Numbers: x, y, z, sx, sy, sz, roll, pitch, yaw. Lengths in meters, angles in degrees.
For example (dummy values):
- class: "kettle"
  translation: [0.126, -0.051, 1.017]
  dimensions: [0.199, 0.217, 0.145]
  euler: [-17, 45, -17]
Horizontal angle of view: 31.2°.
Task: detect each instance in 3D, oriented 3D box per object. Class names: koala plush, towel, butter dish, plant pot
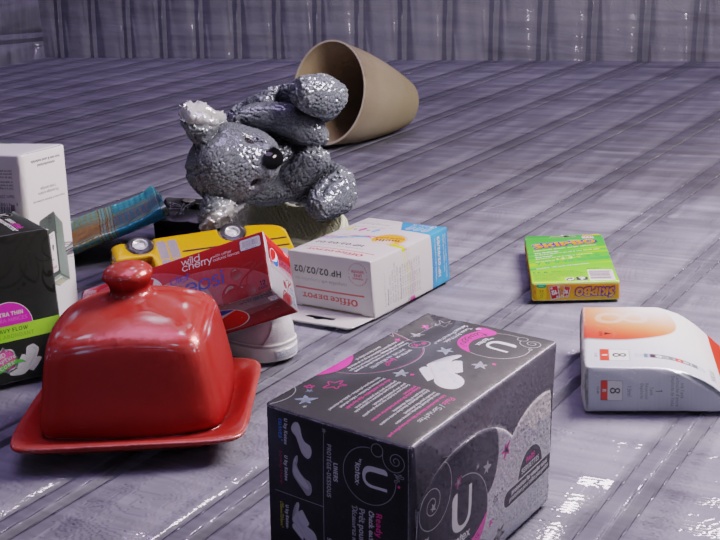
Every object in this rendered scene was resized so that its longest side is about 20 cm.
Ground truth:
- class: "koala plush"
  translation: [-0.132, -0.131, 1.524]
  dimensions: [0.183, 0.178, 0.200]
  euler: [3, 18, 36]
- class: "towel"
  translation: [-0.352, -0.057, 1.702]
  dimensions: [0.199, 0.022, 0.147]
  euler: [-23, 19, -8]
- class: "butter dish"
  translation: [-0.194, 0.064, 1.119]
  dimensions: [0.199, 0.149, 0.200]
  euler: [-3, 15, 1]
- class: "plant pot"
  translation: [0.010, -0.317, 2.377]
  dimensions: [0.187, 0.189, 0.199]
  euler: [13, 9, 44]

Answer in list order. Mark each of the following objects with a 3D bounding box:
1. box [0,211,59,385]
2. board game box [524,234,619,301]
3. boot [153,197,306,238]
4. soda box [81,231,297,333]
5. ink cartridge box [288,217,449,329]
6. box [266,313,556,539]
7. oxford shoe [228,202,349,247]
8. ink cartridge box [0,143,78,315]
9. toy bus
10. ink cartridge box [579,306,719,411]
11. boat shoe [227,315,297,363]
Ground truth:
- class: "box"
  translation: [-0.406, 0.036, 1.254]
  dimensions: [0.199, 0.149, 0.124]
  euler: [-13, 17, -27]
- class: "board game box"
  translation: [0.240, -0.007, 1.486]
  dimensions: [0.095, 0.030, 0.200]
  euler: [-1, 19, 5]
- class: "boot"
  translation: [-0.168, -0.080, 1.775]
  dimensions: [0.199, 0.066, 0.165]
  euler: [-4, 14, 14]
- class: "soda box"
  translation: [-0.166, 0.030, 1.240]
  dimensions: [0.199, 0.064, 0.070]
  euler: [-17, -25, 13]
- class: "ink cartridge box"
  translation: [0.000, 0.000, 1.438]
  dimensions: [0.115, 0.068, 0.200]
  euler: [7, 20, 34]
- class: "box"
  translation: [0.041, 0.128, 0.878]
  dimensions: [0.114, 0.133, 0.200]
  euler: [12, 22, 33]
- class: "oxford shoe"
  translation: [-0.096, -0.055, 1.646]
  dimensions: [0.199, 0.076, 0.058]
  euler: [10, -19, 30]
- class: "ink cartridge box"
  translation: [-0.395, -0.033, 1.404]
  dimensions: [0.145, 0.201, 0.084]
  euler: [3, 14, 21]
- class: "toy bus"
  translation: [-0.175, 0.001, 1.447]
  dimensions: [0.199, 0.065, 0.078]
  euler: [-9, 46, -19]
- class: "ink cartridge box"
  translation: [0.297, 0.076, 1.153]
  dimensions: [0.199, 0.050, 0.162]
  euler: [-4, 16, 10]
- class: "boat shoe"
  translation: [-0.144, 0.042, 1.321]
  dimensions: [0.072, 0.069, 0.199]
  euler: [-16, 21, -38]
